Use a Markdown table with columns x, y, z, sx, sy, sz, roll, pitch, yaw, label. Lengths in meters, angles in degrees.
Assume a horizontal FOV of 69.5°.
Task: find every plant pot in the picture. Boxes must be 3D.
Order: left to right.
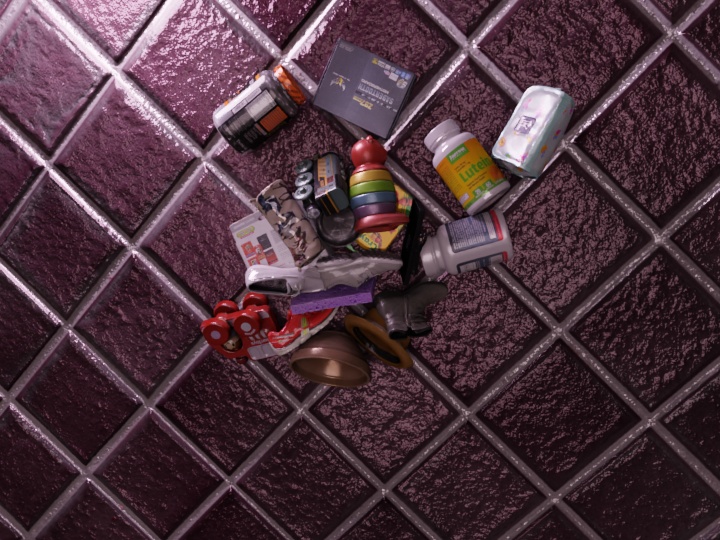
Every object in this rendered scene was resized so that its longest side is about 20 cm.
| x | y | z | sx | sy | sz | roll | pitch | yaw | label |
| --- | --- | --- | --- | --- | --- | --- | --- | --- | --- |
| -0.068 | 0.209 | 1.268 | 0.199 | 0.201 | 0.093 | 6 | 60 | 7 | plant pot |

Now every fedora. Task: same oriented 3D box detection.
| x | y | z | sx | sy | sz | roll | pitch | yaw | label |
| --- | --- | --- | --- | --- | --- | --- | --- | --- | --- |
| 0.056 | 0.151 | 1.249 | 0.200 | 0.201 | 0.082 | 38 | 67 | 1 | fedora |

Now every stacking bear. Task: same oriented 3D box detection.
| x | y | z | sx | sy | sz | roll | pitch | yaw | label |
| --- | --- | --- | --- | --- | --- | --- | --- | --- | --- |
| 0.027 | -0.192 | 1.153 | 0.113 | 0.121 | 0.202 | -7 | 86 | -17 | stacking bear |

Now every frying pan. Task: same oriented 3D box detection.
| x | y | z | sx | sy | sz | roll | pitch | yaw | label |
| --- | --- | --- | --- | --- | --- | --- | --- | --- | --- |
| -0.028 | -0.143 | 1.202 | 0.114 | 0.031 | 0.191 | 33 | 86 | 9 | frying pan |

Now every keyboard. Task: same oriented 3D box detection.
| x | y | z | sx | sy | sz | roll | pitch | yaw | label |
| --- | --- | --- | --- | --- | --- | --- | --- | --- | --- |
| 0.121 | -0.053 | 1.177 | 0.020 | 0.128 | 0.201 | 2 | 124 | -10 | keyboard |

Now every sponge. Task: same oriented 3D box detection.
| x | y | z | sx | sy | sz | roll | pitch | yaw | label |
| --- | --- | --- | --- | --- | --- | --- | --- | --- | --- |
| -0.063 | 0.055 | 1.252 | 0.198 | 0.112 | 0.030 | -9 | 112 | 9 | sponge |

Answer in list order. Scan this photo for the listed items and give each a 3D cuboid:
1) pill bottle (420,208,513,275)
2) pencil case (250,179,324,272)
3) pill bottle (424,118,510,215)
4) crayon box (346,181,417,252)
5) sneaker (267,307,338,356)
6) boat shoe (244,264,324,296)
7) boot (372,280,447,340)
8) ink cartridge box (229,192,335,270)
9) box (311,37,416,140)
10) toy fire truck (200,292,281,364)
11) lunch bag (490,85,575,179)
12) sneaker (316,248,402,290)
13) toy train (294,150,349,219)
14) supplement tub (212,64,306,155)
| x | y | z | sx | sy | sz | roll | pitch | yaw | label |
| --- | --- | --- | --- | --- | --- | --- | --- | --- | --- |
| 0.237 | -0.058 | 1.190 | 0.198 | 0.120 | 0.121 | -15 | 97 | 10 | pill bottle |
| -0.160 | -0.099 | 1.172 | 0.089 | 0.078 | 0.201 | -33 | 94 | -7 | pencil case |
| 0.232 | -0.234 | 1.159 | 0.111 | 0.111 | 0.201 | -36 | 81 | 12 | pill bottle |
| 0.036 | -0.119 | 1.243 | 0.127 | 0.051 | 0.201 | 36 | 102 | 0 | crayon box |
| -0.138 | 0.122 | 1.263 | 0.199 | 0.077 | 0.085 | -37 | 94 | -17 | sneaker |
| -0.166 | 0.029 | 1.199 | 0.198 | 0.069 | 0.072 | 10 | 124 | -17 | boat shoe |
| 0.134 | 0.100 | 1.196 | 0.198 | 0.131 | 0.068 | -10 | 135 | -21 | boot |
| -0.189 | -0.072 | 1.263 | 0.199 | 0.084 | 0.177 | -23 | 96 | 10 | ink cartridge box |
| 0.009 | -0.415 | 1.198 | 0.199 | 0.051 | 0.159 | 27 | 103 | 2 | box |
| -0.294 | 0.162 | 1.312 | 0.198 | 0.112 | 0.169 | -16 | 115 | 11 | toy fire truck |
| 0.364 | -0.287 | 1.095 | 0.121 | 0.200 | 0.171 | 30 | 103 | 2 | lunch bag |
| 0.000 | 0.000 | 1.204 | 0.198 | 0.075 | 0.083 | -5 | 109 | 1 | sneaker |
| -0.086 | -0.198 | 1.185 | 0.113 | 0.201 | 0.085 | -20 | 132 | 12 | toy train |
| -0.231 | -0.372 | 1.201 | 0.199 | 0.123 | 0.123 | -35 | 93 | 11 | supplement tub |
